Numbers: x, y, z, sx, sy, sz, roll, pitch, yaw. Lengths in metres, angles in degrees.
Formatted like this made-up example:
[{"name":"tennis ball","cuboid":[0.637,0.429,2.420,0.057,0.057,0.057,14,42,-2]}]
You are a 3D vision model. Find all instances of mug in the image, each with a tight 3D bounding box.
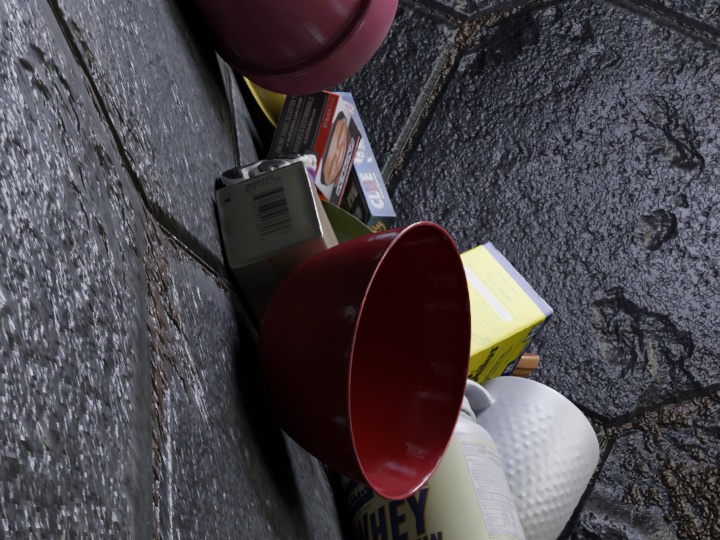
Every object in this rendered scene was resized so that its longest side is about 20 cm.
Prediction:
[{"name":"mug","cuboid":[0.124,0.198,1.549,0.201,0.147,0.176,56,47,-22]}]

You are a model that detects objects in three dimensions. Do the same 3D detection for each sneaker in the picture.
[{"name":"sneaker","cuboid":[-0.064,-0.045,1.350,0.200,0.080,0.084,58,19,-76]}]

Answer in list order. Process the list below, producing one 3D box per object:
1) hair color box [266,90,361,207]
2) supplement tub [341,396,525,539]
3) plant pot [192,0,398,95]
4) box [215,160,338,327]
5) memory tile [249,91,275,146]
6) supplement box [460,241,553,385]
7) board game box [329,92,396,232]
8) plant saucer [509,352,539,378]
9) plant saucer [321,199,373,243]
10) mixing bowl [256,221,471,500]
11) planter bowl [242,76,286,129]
[{"name":"hair color box","cuboid":[-0.050,-0.131,1.744,0.200,0.061,0.102,43,63,-80]},{"name":"supplement tub","cuboid":[0.065,0.219,1.383,0.145,0.144,0.201,65,7,-58]},{"name":"plant pot","cuboid":[-0.087,-0.289,1.487,0.179,0.199,0.201,32,36,-59]},{"name":"box","cuboid":[-0.045,0.020,1.279,0.201,0.077,0.095,67,5,-47]},{"name":"memory tile","cuboid":[-0.100,-0.174,1.874,0.154,0.017,0.201,-105,174,-45]},{"name":"supplement box","cuboid":[0.082,0.071,1.621,0.110,0.199,0.109,49,-43,20]},{"name":"board game box","cuboid":[-0.022,-0.097,1.905,0.136,0.034,0.201,-62,-143,43]},{"name":"plant saucer","cuboid":[0.104,0.103,1.805,0.200,0.198,0.038,4,93,-86]},{"name":"plant saucer","cuboid":[0.000,0.000,1.761,0.200,0.031,0.200,38,-17,14]},{"name":"mixing bowl","cuboid":[-0.006,0.061,1.155,0.200,0.108,0.202,-17,110,-60]},{"name":"planter bowl","cuboid":[-0.088,-0.260,1.775,0.200,0.083,0.202,-23,90,-80]}]
